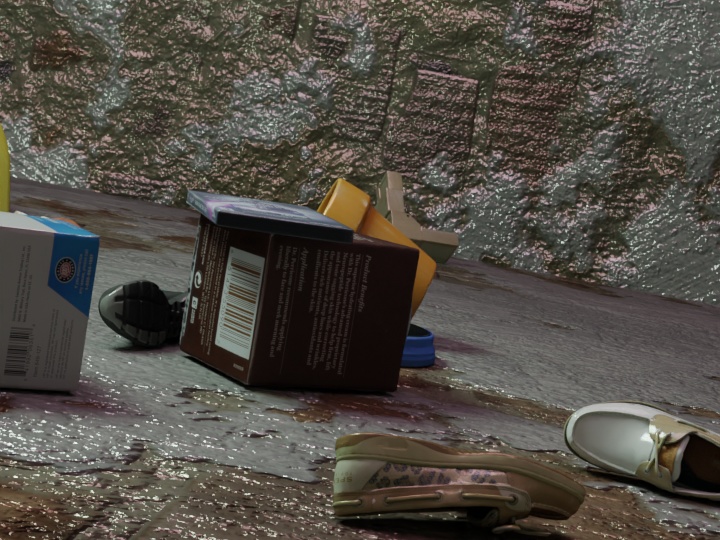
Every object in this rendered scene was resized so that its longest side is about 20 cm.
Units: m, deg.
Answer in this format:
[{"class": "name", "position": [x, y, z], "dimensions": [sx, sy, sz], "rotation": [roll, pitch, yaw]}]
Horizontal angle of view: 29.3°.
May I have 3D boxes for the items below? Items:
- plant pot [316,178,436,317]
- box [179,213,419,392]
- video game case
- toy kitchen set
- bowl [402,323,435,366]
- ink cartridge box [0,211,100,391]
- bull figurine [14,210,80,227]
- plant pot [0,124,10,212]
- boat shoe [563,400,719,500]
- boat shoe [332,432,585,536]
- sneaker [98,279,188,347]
[{"class": "plant pot", "position": [0.000, 0.000, 1.964], "dimensions": [0.183, 0.201, 0.200], "rotation": [29, 4, -6]}, {"class": "box", "position": [-0.069, 0.035, 1.529], "dimensions": [0.199, 0.167, 0.164], "rotation": [7, 6, -35]}, {"class": "video game case", "position": [-0.101, -0.059, 1.470], "dimensions": [0.142, 0.019, 0.200], "rotation": [8, 8, -17]}, {"class": "toy kitchen set", "position": [0.122, -0.110, 3.458], "dimensions": [0.180, 0.201, 0.163], "rotation": [8, -36, -19]}, {"class": "bowl", "position": [0.002, 0.085, 1.812], "dimensions": [0.200, 0.040, 0.201], "rotation": [10, 5, -1]}, {"class": "ink cartridge box", "position": [-0.363, 0.019, 1.254], "dimensions": [0.199, 0.148, 0.145], "rotation": [7, 6, -30]}, {"class": "bull figurine", "position": [-0.494, -0.050, 2.125], "dimensions": [0.121, 0.065, 0.200], "rotation": [14, 5, 4]}, {"class": "plant pot", "position": [-0.792, -0.224, 2.673], "dimensions": [0.194, 0.201, 0.195], "rotation": [6, 6, -37]}, {"class": "boat shoe", "position": [0.291, 0.169, 1.294], "dimensions": [0.199, 0.075, 0.068], "rotation": [12, 0, 7]}, {"class": "boat shoe", "position": [0.073, 0.170, 1.037], "dimensions": [0.199, 0.063, 0.073], "rotation": [12, -21, -12]}, {"class": "sneaker", "position": [-0.250, 0.053, 1.593], "dimensions": [0.079, 0.076, 0.200], "rotation": [0, -7, 24]}]
